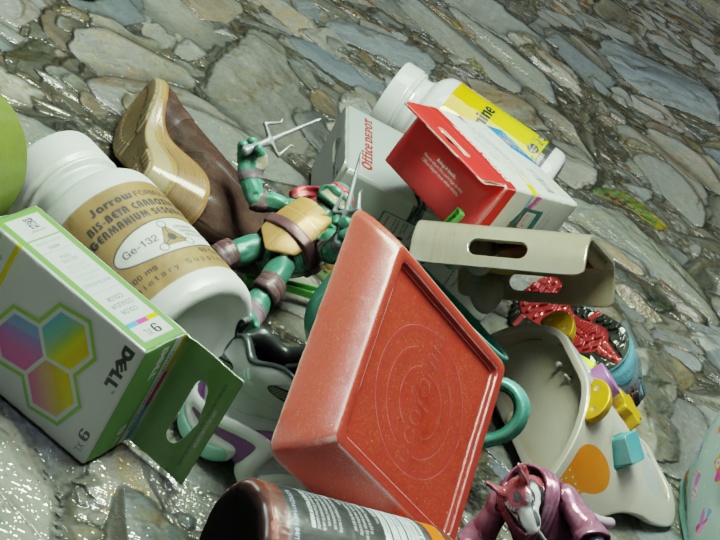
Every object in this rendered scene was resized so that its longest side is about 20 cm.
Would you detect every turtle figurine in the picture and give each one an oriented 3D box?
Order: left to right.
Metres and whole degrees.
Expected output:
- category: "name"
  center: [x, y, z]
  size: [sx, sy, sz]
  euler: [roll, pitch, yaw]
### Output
- category: "turtle figurine"
  center: [-0.059, -0.035, 1.499]
  size: [0.149, 0.101, 0.200]
  euler: [25, 56, 34]

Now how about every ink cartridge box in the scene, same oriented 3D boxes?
- category: "ink cartridge box"
  center: [-0.189, 0.059, 1.239]
  size: [0.199, 0.104, 0.059]
  euler: [38, 26, 12]
- category: "ink cartridge box"
  center: [0.051, -0.058, 1.749]
  size: [0.199, 0.083, 0.147]
  euler: [28, 26, -13]
- category: "ink cartridge box"
  center: [0.103, -0.082, 1.641]
  size: [0.116, 0.067, 0.199]
  euler: [47, 19, 25]

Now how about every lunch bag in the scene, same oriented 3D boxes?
- category: "lunch bag"
  center: [0.353, 0.190, 1.551]
  size: [0.121, 0.172, 0.200]
  euler: [24, 25, 0]

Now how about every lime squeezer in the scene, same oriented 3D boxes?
- category: "lime squeezer"
  center: [0.000, 0.000, 1.574]
  size: [0.198, 0.071, 0.038]
  euler: [-17, 26, -3]

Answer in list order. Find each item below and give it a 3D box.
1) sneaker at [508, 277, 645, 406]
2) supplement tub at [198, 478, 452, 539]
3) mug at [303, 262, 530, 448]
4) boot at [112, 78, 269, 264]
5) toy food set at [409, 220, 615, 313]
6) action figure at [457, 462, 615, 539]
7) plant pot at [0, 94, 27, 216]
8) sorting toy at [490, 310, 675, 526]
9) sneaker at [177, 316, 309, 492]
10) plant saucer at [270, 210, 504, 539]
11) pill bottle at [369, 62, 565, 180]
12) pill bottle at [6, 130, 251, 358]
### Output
- category: "sneaker"
  center: [0.209, 0.076, 1.732]
  size: [0.096, 0.079, 0.200]
  euler: [57, -1, -31]
- category: "supplement tub"
  center: [-0.004, 0.209, 1.183]
  size: [0.198, 0.107, 0.107]
  euler: [19, 28, -27]
- category: "mug"
  center: [0.035, 0.066, 1.440]
  size: [0.152, 0.114, 0.185]
  euler: [41, 6, -43]
- category: "boot"
  center: [-0.138, -0.079, 1.619]
  size: [0.166, 0.072, 0.201]
  euler: [34, 21, -26]
- category: "toy food set"
  center: [0.131, 0.004, 1.508]
  size: [0.142, 0.061, 0.200]
  euler: [5, -6, 15]
- category: "action figure"
  center: [0.144, 0.189, 1.290]
  size: [0.133, 0.201, 0.150]
  euler: [0, 49, 27]
- category: "plant pot"
  center: [-0.326, -0.075, 1.263]
  size: [0.199, 0.201, 0.190]
  euler: [36, 12, 7]
- category: "sorting toy"
  center: [0.208, 0.145, 1.585]
  size: [0.180, 0.107, 0.201]
  euler: [39, 18, -35]
- category: "sneaker"
  center: [-0.029, 0.114, 1.281]
  size: [0.199, 0.141, 0.078]
  euler: [37, 25, 11]
- category: "plant saucer"
  center: [0.033, 0.092, 1.269]
  size: [0.200, 0.036, 0.201]
  euler: [47, 50, -38]
- category: "pill bottle"
  center: [0.109, -0.131, 1.914]
  size: [0.199, 0.113, 0.112]
  euler: [34, 25, 5]
- category: "pill bottle"
  center: [-0.183, -0.011, 1.360]
  size: [0.200, 0.115, 0.114]
  euler: [46, 28, 26]
